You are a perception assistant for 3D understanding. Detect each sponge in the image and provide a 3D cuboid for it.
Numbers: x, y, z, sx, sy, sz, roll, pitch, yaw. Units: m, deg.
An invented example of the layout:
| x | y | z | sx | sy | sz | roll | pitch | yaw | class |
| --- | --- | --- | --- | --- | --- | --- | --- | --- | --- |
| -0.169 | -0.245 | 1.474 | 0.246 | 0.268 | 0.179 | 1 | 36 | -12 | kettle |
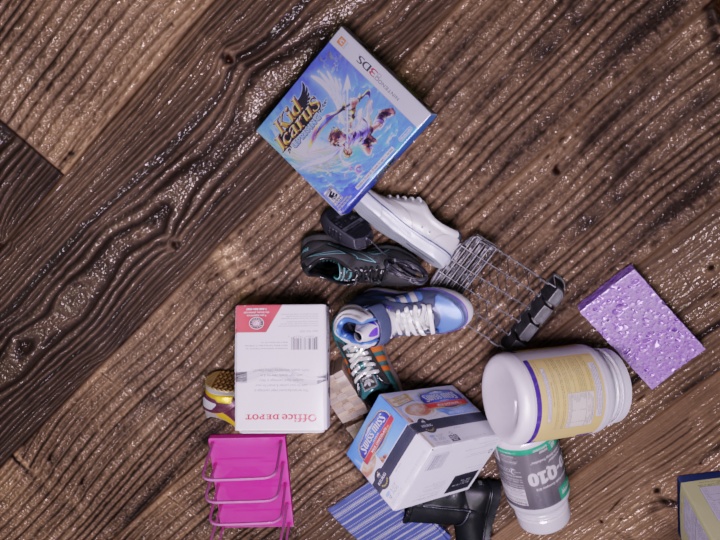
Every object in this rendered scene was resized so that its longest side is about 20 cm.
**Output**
| x | y | z | sx | sy | sz | roll | pitch | yaw | class |
| --- | --- | --- | --- | --- | --- | --- | --- | --- | --- |
| 0.461 | 0.094 | 1.266 | 0.112 | 0.030 | 0.200 | -41 | 105 | 17 | sponge |

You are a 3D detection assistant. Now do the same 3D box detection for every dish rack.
| x | y | z | sx | sy | sz | roll | pitch | yaw | class |
| --- | --- | --- | --- | --- | --- | --- | --- | --- | --- |
| 0.214 | 0.035 | 1.239 | 0.200 | 0.055 | 0.153 | 32 | 109 | -9 | dish rack |

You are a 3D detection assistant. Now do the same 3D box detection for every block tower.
| x | y | z | sx | sy | sz | roll | pitch | yaw | class |
| --- | --- | --- | --- | --- | --- | --- | --- | --- | --- |
| -0.002 | 0.248 | 1.333 | 0.054 | 0.058 | 0.200 | -28 | 107 | 13 | block tower |

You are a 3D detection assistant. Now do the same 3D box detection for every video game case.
| x | y | z | sx | sy | sz | roll | pitch | yaw | class |
| --- | --- | --- | --- | --- | --- | --- | --- | --- | --- |
| -0.023 | -0.214 | 1.118 | 0.181 | 0.045 | 0.200 | 45 | 108 | 6 | video game case |

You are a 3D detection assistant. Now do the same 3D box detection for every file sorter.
| x | y | z | sx | sy | sz | roll | pitch | yaw | class |
| --- | --- | --- | --- | --- | --- | --- | --- | --- | --- |
| -0.200 | 0.409 | 1.367 | 0.139 | 0.125 | 0.200 | -2 | 112 | 2 | file sorter |

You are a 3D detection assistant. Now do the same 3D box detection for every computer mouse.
| x | y | z | sx | sy | sz | roll | pitch | yaw | class |
| --- | --- | --- | --- | --- | --- | --- | --- | --- | --- |
| 0.018 | -0.033 | 1.181 | 0.200 | 0.059 | 0.034 | 37 | 132 | 21 | computer mouse |

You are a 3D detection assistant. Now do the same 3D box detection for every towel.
| x | y | z | sx | sy | sz | roll | pitch | yaw | class |
| --- | --- | --- | --- | --- | --- | --- | --- | --- | --- |
| 0.056 | 0.474 | 1.445 | 0.145 | 0.024 | 0.200 | -39 | 104 | 18 | towel |

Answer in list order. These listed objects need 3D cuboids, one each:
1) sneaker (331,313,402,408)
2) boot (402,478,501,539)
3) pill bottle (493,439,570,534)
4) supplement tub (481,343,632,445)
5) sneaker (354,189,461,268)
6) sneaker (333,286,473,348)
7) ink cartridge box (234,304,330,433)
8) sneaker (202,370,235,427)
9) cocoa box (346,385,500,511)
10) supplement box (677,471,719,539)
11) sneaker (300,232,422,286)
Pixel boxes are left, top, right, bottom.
| x | y | z | sx | sy | sz | roll | pitch | yaw | class |
| --- | --- | --- | --- | --- | --- | --- | --- | --- | --- |
| 0.014 | 0.161 | 1.280 | 0.071 | 0.080 | 0.200 | -27 | 109 | 13 | sneaker |
| 0.156 | 0.448 | 1.393 | 0.162 | 0.073 | 0.199 | 9 | 103 | -8 | boot |
| 0.297 | 0.346 | 1.331 | 0.113 | 0.113 | 0.200 | -15 | 112 | 8 | pill bottle |
| 0.311 | 0.194 | 1.229 | 0.200 | 0.145 | 0.146 | -4 | 114 | -18 | supplement tub |
| 0.065 | -0.085 | 1.194 | 0.200 | 0.073 | 0.071 | 36 | 78 | -6 | sneaker |
| 0.057 | 0.083 | 1.181 | 0.200 | 0.146 | 0.081 | 5 | 114 | 26 | sneaker |
| -0.123 | 0.156 | 1.241 | 0.147 | 0.083 | 0.200 | 0 | 85 | 3 | ink cartridge box |
| -0.172 | 0.234 | 1.330 | 0.200 | 0.075 | 0.090 | 13 | 121 | 3 | sneaker |
| 0.105 | 0.281 | 1.251 | 0.200 | 0.131 | 0.133 | 3 | 122 | -47 | cocoa box |
| 0.674 | 0.454 | 1.315 | 0.200 | 0.200 | 0.134 | -9 | 112 | 6 | supplement box |
| 0.000 | 0.000 | 1.214 | 0.200 | 0.079 | 0.075 | 10 | 123 | -2 | sneaker |
